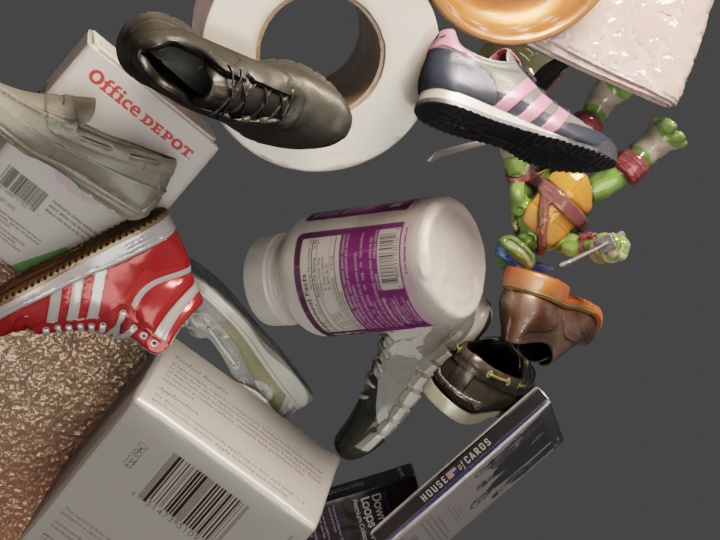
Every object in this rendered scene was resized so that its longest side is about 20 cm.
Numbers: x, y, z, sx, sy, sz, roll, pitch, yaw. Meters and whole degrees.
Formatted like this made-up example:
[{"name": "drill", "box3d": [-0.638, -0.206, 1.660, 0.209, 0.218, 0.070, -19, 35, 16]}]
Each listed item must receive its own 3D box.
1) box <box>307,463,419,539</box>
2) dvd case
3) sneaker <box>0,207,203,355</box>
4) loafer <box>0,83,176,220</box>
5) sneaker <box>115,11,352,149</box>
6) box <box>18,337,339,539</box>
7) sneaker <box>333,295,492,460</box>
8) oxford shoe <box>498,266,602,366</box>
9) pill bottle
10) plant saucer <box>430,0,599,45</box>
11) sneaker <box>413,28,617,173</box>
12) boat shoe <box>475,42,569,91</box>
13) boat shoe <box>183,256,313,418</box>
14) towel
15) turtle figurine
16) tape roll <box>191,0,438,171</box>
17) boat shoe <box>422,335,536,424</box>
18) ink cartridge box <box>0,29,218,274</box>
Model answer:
[{"name": "box", "box3d": [-0.026, 0.281, 1.796, 0.200, 0.036, 0.143, -17, 109, -4]}, {"name": "dvd case", "box3d": [0.102, 0.197, 1.715, 0.200, 0.150, 0.025, -40, 69, -4]}, {"name": "sneaker", "box3d": [-0.231, 0.038, 1.587, 0.200, 0.071, 0.113, -26, 108, -2]}, {"name": "loafer", "box3d": [-0.245, -0.118, 1.539, 0.200, 0.070, 0.070, 33, 95, -21]}, {"name": "sneaker", "box3d": [-0.100, -0.141, 1.481, 0.200, 0.091, 0.076, 17, 102, -14]}, {"name": "box", "box3d": [-0.161, 0.205, 1.666, 0.199, 0.131, 0.200, 37, 115, -7]}, {"name": "sneaker", "box3d": [0.019, 0.071, 1.725, 0.115, 0.075, 0.200, 43, 87, -13]}, {"name": "oxford shoe", "box3d": [0.165, 0.050, 1.682, 0.071, 0.200, 0.073, 15, 84, 27]}, {"name": "pill bottle", "box3d": [0.000, 0.000, 1.635, 0.200, 0.112, 0.112, -6, 112, 33]}, {"name": "plant saucer", "box3d": [0.130, -0.289, 1.548, 0.200, 0.037, 0.201, -8, 112, -20]}, {"name": "sneaker", "box3d": [0.137, -0.141, 1.549, 0.200, 0.070, 0.082, 19, 68, -31]}, {"name": "boat shoe", "box3d": [0.154, -0.200, 1.662, 0.201, 0.063, 0.074, -44, 87, -8]}, {"name": "boat shoe", "box3d": [-0.125, 0.064, 1.697, 0.065, 0.074, 0.202, -40, 115, 1]}, {"name": "towel", "box3d": [0.228, -0.270, 1.632, 0.191, 0.032, 0.200, 22, 85, -12]}, {"name": "turtle figurine", "box3d": [0.194, -0.082, 1.645, 0.194, 0.144, 0.200, -48, 146, -9]}, {"name": "tape roll", "box3d": [-0.042, -0.197, 1.592, 0.202, 0.139, 0.203, -2, 107, -7]}, {"name": "boat shoe", "box3d": [0.123, 0.093, 1.680, 0.072, 0.201, 0.061, 41, 107, 15]}, {"name": "ink cartridge box", "box3d": [-0.242, -0.088, 1.625, 0.145, 0.084, 0.200, 39, 99, -17]}]
